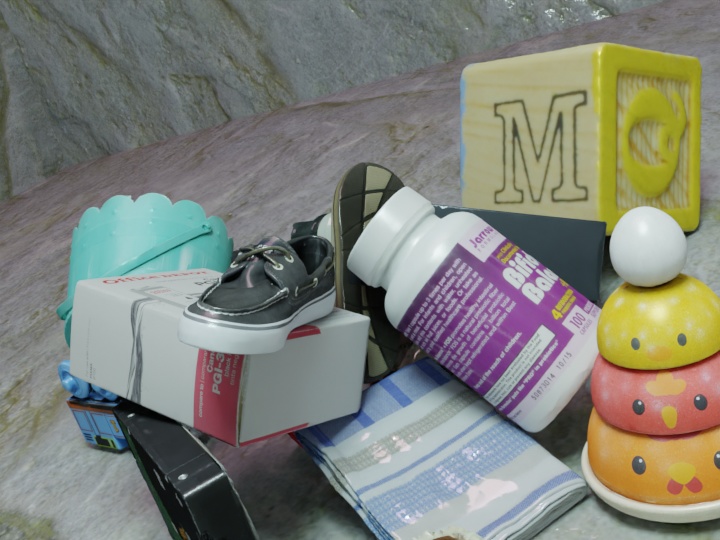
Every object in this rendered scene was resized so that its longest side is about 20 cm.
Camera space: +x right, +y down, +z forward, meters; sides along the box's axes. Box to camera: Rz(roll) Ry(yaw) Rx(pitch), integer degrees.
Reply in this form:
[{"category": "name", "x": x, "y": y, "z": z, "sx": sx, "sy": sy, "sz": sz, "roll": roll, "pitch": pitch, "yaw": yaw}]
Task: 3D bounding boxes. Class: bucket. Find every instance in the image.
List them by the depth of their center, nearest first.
[{"category": "bucket", "x": -0.247, "y": 0.025, "z": 1.066, "sx": 0.206, "sy": 0.208, "sz": 0.135, "roll": -15, "pitch": 50, "yaw": 12}]

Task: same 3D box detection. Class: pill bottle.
[{"category": "pill bottle", "x": 0.091, "y": 0.025, "z": 0.724, "sx": 0.112, "sy": 0.200, "sz": 0.112, "roll": -51, "pitch": -9, "yaw": -11}]

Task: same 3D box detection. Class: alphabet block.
[{"category": "alphabet block", "x": 0.247, "y": -0.140, "z": 1.037, "sx": 0.194, "sy": 0.198, "sz": 0.199, "roll": -6, "pitch": 7, "yaw": -38}]

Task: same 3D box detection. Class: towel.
[{"category": "towel", "x": 0.055, "y": 0.145, "z": 0.697, "sx": 0.146, "sy": 0.024, "sz": 0.200, "roll": -27, "pitch": 38, "yaw": -22}]

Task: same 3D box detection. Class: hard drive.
[{"category": "hard drive", "x": -0.121, "y": 0.179, "z": 0.682, "sx": 0.038, "sy": 0.140, "sz": 0.200, "roll": -27, "pitch": 19, "yaw": -22}]

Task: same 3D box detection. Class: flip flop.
[{"category": "flip flop", "x": 0.000, "y": 0.000, "z": 0.803, "sx": 0.081, "sy": 0.201, "sz": 0.057, "roll": 10, "pitch": -17, "yaw": -30}]

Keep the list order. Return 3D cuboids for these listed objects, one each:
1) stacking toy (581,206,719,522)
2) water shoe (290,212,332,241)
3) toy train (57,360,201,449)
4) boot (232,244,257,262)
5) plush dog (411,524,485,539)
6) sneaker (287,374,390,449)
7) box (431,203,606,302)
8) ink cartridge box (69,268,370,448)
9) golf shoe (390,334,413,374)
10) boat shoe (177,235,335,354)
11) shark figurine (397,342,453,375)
[{"category": "stacking toy", "x": 0.203, "y": 0.052, "z": 0.619, "sx": 0.145, "sy": 0.201, "sz": 0.146, "roll": -18, "pitch": 18, "yaw": 6}, {"category": "water shoe", "x": 0.003, "y": -0.023, "z": 0.993, "sx": 0.079, "sy": 0.072, "sz": 0.200, "roll": -1, "pitch": -15, "yaw": 34}, {"category": "toy train", "x": -0.236, "y": 0.130, "z": 0.966, "sx": 0.199, "sy": 0.115, "sz": 0.087, "roll": -2, "pitch": 26, "yaw": 41}, {"category": "boot", "x": -0.097, "y": -0.009, "z": 1.133, "sx": 0.199, "sy": 0.066, "sz": 0.165, "roll": 1, "pitch": 2, "yaw": 29}, {"category": "plush dog", "x": 0.022, "y": 0.240, "z": 0.433, "sx": 0.172, "sy": 0.160, "sz": 0.200, "roll": -51, "pitch": 5, "yaw": -33}, {"category": "sneaker", "x": -0.040, "y": 0.082, "z": 0.847, "sx": 0.115, "sy": 0.078, "sz": 0.201, "roll": -26, "pitch": 55, "yaw": 15}, {"category": "box", "x": 0.128, "y": -0.013, "z": 0.891, "sx": 0.199, "sy": 0.079, "sz": 0.141, "roll": 7, "pitch": -1, "yaw": 8}, {"category": "ink cartridge box", "x": -0.115, "y": 0.060, "z": 0.732, "sx": 0.199, "sy": 0.083, "sz": 0.146, "roll": 15, "pitch": 13, "yaw": 35}, {"category": "golf shoe", "x": 0.030, "y": 0.073, "z": 0.929, "sx": 0.200, "sy": 0.078, "sz": 0.088, "roll": -32, "pitch": 28, "yaw": -33}, {"category": "boat shoe", "x": -0.062, "y": 0.008, "z": 0.636, "sx": 0.070, "sy": 0.067, "sz": 0.200, "roll": 12, "pitch": 11, "yaw": 20}, {"category": "shark figurine", "x": 0.126, "y": 0.067, "z": 0.858, "sx": 0.213, "sy": 0.090, "sz": 0.129, "roll": -21, "pitch": 51, "yaw": 20}]
